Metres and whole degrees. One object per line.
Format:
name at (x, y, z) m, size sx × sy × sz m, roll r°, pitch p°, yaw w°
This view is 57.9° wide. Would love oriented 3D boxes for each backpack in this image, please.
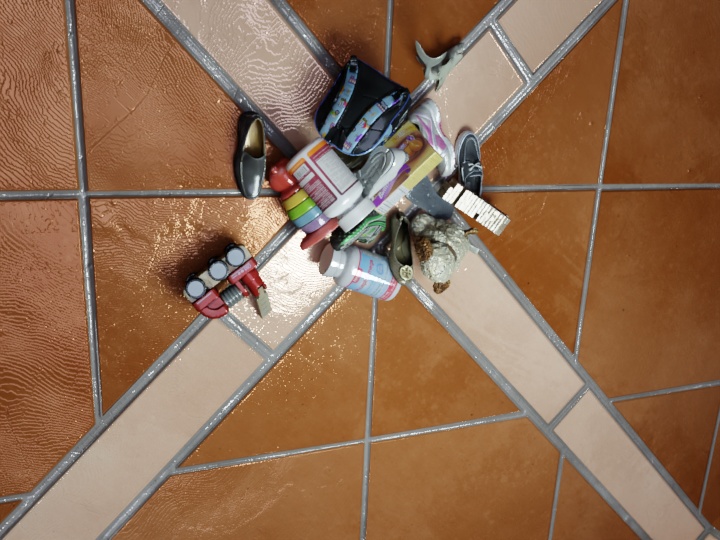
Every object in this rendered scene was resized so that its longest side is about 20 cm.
backpack at (-0.001, -0.353, 1.493) m, size 0.182 × 0.135 × 0.201 m, roll 33°, pitch 85°, yaw 7°

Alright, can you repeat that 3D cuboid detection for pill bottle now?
pill bottle at (-0.065, -0.190, 1.454) m, size 0.109 × 0.110 × 0.200 m, roll -41°, pitch 97°, yaw -6°
pill bottle at (0.000, 0.000, 1.638) m, size 0.199 × 0.109 × 0.109 m, roll 18°, pitch 98°, yaw -25°

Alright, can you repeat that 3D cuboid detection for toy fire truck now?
toy fire truck at (-0.297, 0.057, 1.542) m, size 0.176 × 0.129 × 0.201 m, roll -38°, pitch 106°, yaw -7°

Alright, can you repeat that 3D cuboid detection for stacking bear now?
stacking bear at (-0.141, -0.170, 1.533) m, size 0.200 × 0.113 × 0.122 m, roll 53°, pitch 39°, yaw -14°

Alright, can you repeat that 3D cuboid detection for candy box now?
candy box at (0.085, -0.246, 1.564) m, size 0.200 × 0.117 × 0.056 m, roll -41°, pitch 155°, yaw 14°

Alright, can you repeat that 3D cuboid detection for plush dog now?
plush dog at (0.209, -0.040, 1.656) m, size 0.201 × 0.160 × 0.172 m, roll 57°, pitch 44°, yaw -26°

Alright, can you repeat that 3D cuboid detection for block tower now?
block tower at (0.297, -0.164, 1.677) m, size 0.199 × 0.058 × 0.054 m, roll 30°, pitch 108°, yaw -20°

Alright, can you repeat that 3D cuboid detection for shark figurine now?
shark figurine at (0.167, -0.499, 1.567) m, size 0.089 × 0.214 × 0.128 m, roll 40°, pitch 123°, yaw 10°

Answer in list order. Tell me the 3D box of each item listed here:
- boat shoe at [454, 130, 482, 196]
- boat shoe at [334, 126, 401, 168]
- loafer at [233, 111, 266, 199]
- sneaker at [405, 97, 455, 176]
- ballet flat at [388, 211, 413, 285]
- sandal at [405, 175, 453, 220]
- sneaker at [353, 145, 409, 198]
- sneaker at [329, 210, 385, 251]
boat shoe at (0.289, -0.262, 1.702) m, size 0.071 × 0.068 × 0.202 m, roll -6°, pitch 108°, yaw -20°
boat shoe at (0.017, -0.310, 1.587) m, size 0.200 × 0.063 × 0.073 m, roll -42°, pitch 79°, yaw -12°
loafer at (-0.249, -0.258, 1.482) m, size 0.072 × 0.072 × 0.202 m, roll -7°, pitch 108°, yaw -21°
sneaker at (0.170, -0.323, 1.635) m, size 0.088 × 0.081 × 0.201 m, roll -28°, pitch 106°, yaw -11°
ballet flat at (0.106, -0.060, 1.638) m, size 0.067 × 0.046 × 0.201 m, roll 15°, pitch 61°, yaw -31°
sandal at (0.164, -0.195, 1.692) m, size 0.076 × 0.043 × 0.200 m, roll -46°, pitch 126°, yaw 4°
sneaker at (0.032, -0.211, 1.518) m, size 0.080 × 0.200 × 0.077 m, roll -12°, pitch 70°, yaw -48°
sneaker at (0.004, -0.095, 1.599) m, size 0.200 × 0.078 × 0.086 m, roll -36°, pitch 122°, yaw -39°
